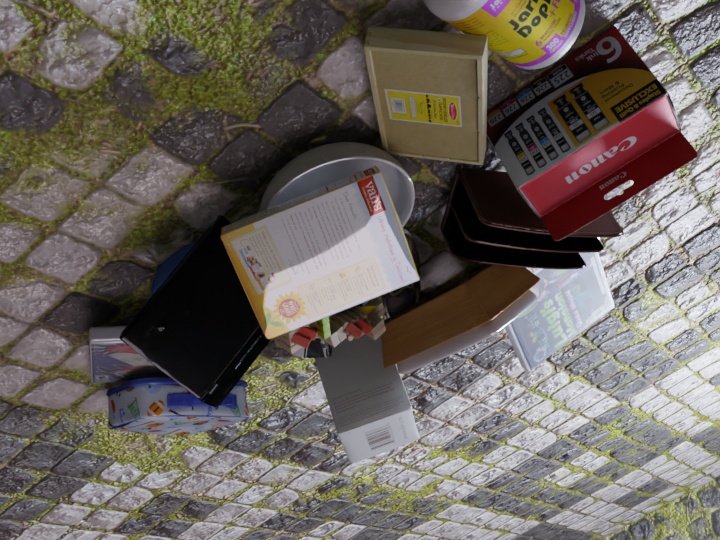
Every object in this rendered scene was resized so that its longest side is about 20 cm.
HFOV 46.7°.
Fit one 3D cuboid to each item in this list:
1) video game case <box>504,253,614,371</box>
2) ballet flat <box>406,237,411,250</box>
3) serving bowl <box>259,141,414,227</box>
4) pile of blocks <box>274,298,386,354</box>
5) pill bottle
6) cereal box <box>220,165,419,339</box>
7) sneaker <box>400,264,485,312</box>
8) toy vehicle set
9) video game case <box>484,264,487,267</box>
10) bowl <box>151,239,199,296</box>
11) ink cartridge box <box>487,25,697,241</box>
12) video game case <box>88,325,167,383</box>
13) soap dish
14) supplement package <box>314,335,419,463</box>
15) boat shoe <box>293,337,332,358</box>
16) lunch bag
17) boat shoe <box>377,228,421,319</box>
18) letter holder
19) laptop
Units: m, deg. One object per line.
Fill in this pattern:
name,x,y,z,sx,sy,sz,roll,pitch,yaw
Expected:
video game case,0.296,0.040,1.278,0.181,0.023,0.200,-35,130,-6
ballet flat,0.000,0.000,1.168,0.199,0.063,0.069,-17,136,43
serving bowl,-0.035,-0.089,1.041,0.199,0.066,0.201,-13,144,-10
pile of blocks,-0.025,0.060,1.085,0.199,0.062,0.083,-9,119,-46
pill bottle,0.131,-0.285,0.838,0.199,0.105,0.104,16,130,-41
cereal box,-0.046,-0.020,0.979,0.199,0.040,0.145,-21,111,0
sneaker,0.149,0.067,1.331,0.199,0.073,0.082,-25,143,4
toy vehicle set,0.077,-0.188,0.926,0.123,0.027,0.200,9,156,12
video game case,0.271,-0.009,1.272,0.180,0.036,0.201,4,116,-32
bowl,-0.185,0.024,1.134,0.199,0.040,0.201,-14,144,-10
ink cartridge box,0.271,-0.163,1.008,0.199,0.176,0.084,-33,142,15
video game case,-0.276,0.117,1.168,0.199,0.023,0.182,-1,155,-17
soap dish,0.133,0.059,1.158,0.200,0.082,0.157,-31,179,41
supplement package,0.002,0.169,1.279,0.117,0.201,0.117,-20,145,-2
boat shoe,-0.054,0.067,1.166,0.068,0.074,0.200,12,140,0
lunch bag,-0.268,0.200,1.252,0.199,0.076,0.160,6,160,-37
boat shoe,0.057,0.018,1.233,0.071,0.060,0.201,-14,144,-10
letter holder,0.226,-0.052,1.110,0.199,0.142,0.101,4,125,-13
laptop,-0.180,0.061,1.063,0.188,0.116,0.200,-51,173,-11
